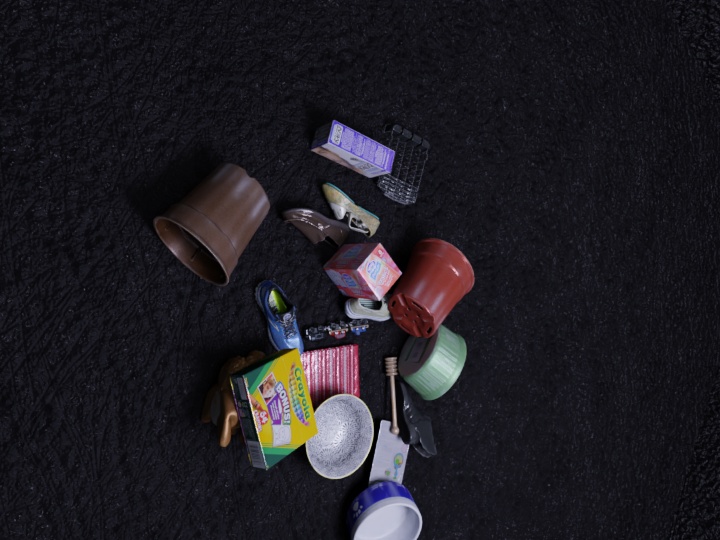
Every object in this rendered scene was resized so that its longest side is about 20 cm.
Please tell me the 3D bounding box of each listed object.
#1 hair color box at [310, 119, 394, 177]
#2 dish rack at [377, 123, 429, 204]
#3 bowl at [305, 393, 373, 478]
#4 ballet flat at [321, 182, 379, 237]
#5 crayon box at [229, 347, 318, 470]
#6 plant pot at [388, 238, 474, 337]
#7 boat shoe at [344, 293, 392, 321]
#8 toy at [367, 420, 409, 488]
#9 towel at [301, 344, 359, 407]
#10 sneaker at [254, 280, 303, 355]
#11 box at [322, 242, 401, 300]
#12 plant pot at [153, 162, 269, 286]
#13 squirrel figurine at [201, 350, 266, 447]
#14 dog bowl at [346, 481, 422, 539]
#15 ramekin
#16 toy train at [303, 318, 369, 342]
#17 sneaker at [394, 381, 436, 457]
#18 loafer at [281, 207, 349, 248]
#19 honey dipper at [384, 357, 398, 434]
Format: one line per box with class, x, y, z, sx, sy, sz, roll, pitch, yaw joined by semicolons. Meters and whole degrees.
hair color box;-0.020;-0.310;1.374;0.195;0.108;0.067;21;81;-29
dish rack;0.115;-0.296;1.494;0.149;0.054;0.208;18;83;-29
bowl;-0.071;0.411;1.354;0.194;0.093;0.210;0;90;-32
ballet flat;-0.031;-0.152;1.394;0.197;0.070;0.073;32;74;-30
crayon box;-0.187;0.299;1.173;0.170;0.057;0.208;-20;98;-51
plant pot;0.179;0.057;1.426;0.204;0.197;0.196;54;53;-19
boat shoe;0.045;0.097;1.424;0.195;0.061;0.075;-3;76;-44
toy;0.071;0.527;1.471;0.112;0.047;0.208;20;74;-32
towel;-0.087;0.277;1.386;0.193;0.022;0.151;-3;94;-30
sneaker;-0.190;0.123;1.281;0.077;0.088;0.206;-31;106;-26
box;0.000;0.000;1.335;0.095;0.198;0.104;-46;111;-20
plant pot;-0.308;-0.111;1.155;0.201;0.197;0.201;47;61;-22
squirrel figurine;-0.247;0.293;1.223;0.182;0.139;0.209;15;85;-37
dog bowl;0.061;0.666;1.403;0.192;0.079;0.208;-8;115;-17
ramekin;0.191;0.240;1.463;0.096;0.198;0.204;35;73;-18
toy train;-0.060;0.157;1.395;0.194;0.034;0.048;-7;96;-32
sneaker;0.152;0.416;1.487;0.101;0.060;0.207;10;57;-37
loafer;-0.112;-0.105;1.337;0.194;0.072;0.074;16;81;-31
honey dipper;0.090;0.347;1.468;0.037;0.038;0.209;2;80;-31
